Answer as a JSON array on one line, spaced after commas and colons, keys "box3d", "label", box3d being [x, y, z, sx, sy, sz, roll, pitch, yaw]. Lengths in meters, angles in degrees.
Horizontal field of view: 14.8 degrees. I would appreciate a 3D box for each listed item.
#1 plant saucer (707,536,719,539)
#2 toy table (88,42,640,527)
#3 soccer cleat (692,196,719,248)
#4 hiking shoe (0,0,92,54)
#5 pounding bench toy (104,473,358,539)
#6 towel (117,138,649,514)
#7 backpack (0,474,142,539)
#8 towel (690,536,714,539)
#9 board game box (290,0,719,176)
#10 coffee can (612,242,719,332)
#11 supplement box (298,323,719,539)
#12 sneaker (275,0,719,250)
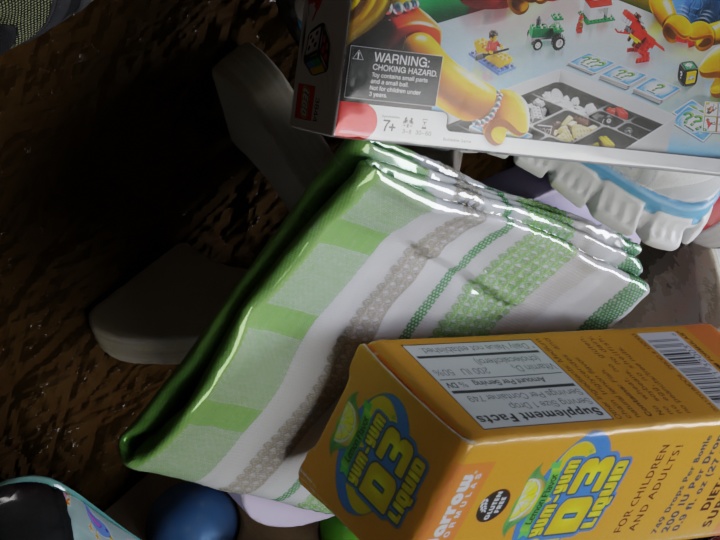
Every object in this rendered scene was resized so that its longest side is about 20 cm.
[{"box3d": [0.169, 0.155, 1.218, 0.200, 0.051, 0.201, -23, 158, -10], "label": "plant saucer"}, {"box3d": [0.000, 0.000, 1.103, 0.200, 0.117, 0.184, -30, 145, -25], "label": "toy table"}, {"box3d": [0.172, -0.095, 1.110, 0.073, 0.068, 0.200, 22, 121, -30], "label": "soccer cleat"}, {"box3d": [-0.132, -0.121, 0.845, 0.101, 0.076, 0.200, -46, 150, -9], "label": "hiking shoe"}, {"box3d": [0.003, 0.159, 1.203, 0.124, 0.200, 0.156, -41, 149, -10], "label": "pounding bench toy"}, {"box3d": [0.015, 0.032, 1.020, 0.149, 0.031, 0.200, -54, 147, 12], "label": "towel"}, {"box3d": [-0.143, 0.174, 1.078, 0.176, 0.154, 0.200, -25, 162, 12], "label": "backpack"}, {"box3d": [0.201, 0.095, 1.249, 0.200, 0.049, 0.112, -24, 161, -1], "label": "towel"}, {"box3d": [0.077, -0.100, 0.945, 0.200, 0.035, 0.127, 4, 97, -30], "label": "board game box"}, {"box3d": [0.163, 0.016, 1.290, 0.200, 0.146, 0.147, -2, 127, -50], "label": "coffee can"}, {"box3d": [0.075, 0.065, 1.040, 0.200, 0.069, 0.067, 0, 126, -42], "label": "supplement box"}, {"box3d": [0.064, -0.083, 1.012, 0.200, 0.075, 0.087, 20, 124, -27], "label": "sneaker"}]
